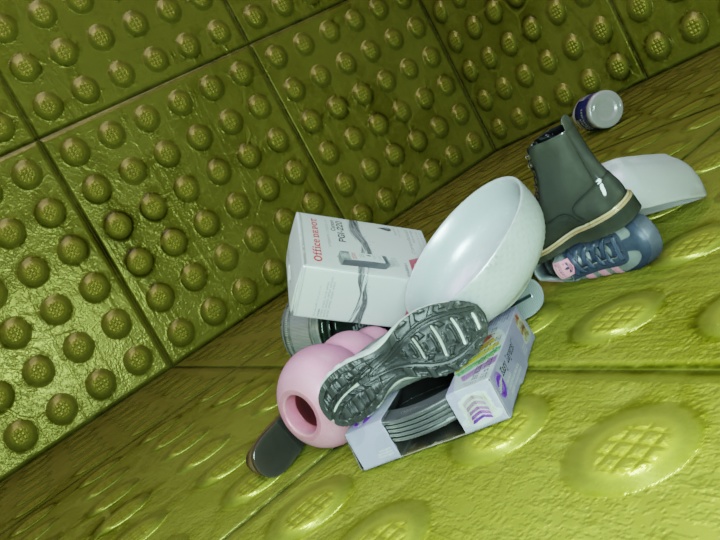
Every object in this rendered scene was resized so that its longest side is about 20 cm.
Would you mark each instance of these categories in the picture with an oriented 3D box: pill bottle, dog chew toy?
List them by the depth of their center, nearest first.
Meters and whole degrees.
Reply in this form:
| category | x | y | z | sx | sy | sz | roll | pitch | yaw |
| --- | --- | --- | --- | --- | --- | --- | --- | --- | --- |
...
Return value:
| category | x | y | z | sx | sy | sz | roll | pitch | yaw |
| --- | --- | --- | --- | --- | --- | --- | --- | --- | --- |
| dog chew toy | -0.016 | 0.136 | 0.867 | 0.123 | 0.127 | 0.199 | -24 | 5 | 41 |
| pill bottle | 0.732 | -0.495 | 2.115 | 0.109 | 0.113 | 0.200 | -29 | 7 | 4 |

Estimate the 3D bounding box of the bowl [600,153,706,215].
| category | x | y | z | sx | sy | sz | roll | pitch | yaw |
| --- | --- | --- | --- | --- | --- | --- | --- | --- | --- |
| bowl | 0.348 | -0.103 | 0.938 | 0.196 | 0.077 | 0.198 | -9 | -6 | -34 |

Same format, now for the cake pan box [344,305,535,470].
| category | x | y | z | sx | sy | sz | roll | pitch | yaw |
| --- | --- | --- | --- | --- | --- | --- | --- | --- | --- |
| cake pan box | 0.092 | 0.128 | 0.750 | 0.182 | 0.053 | 0.200 | -30 | 7 | 29 |

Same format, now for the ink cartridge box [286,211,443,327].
| category | x | y | z | sx | sy | sz | roll | pitch | yaw |
| --- | --- | --- | --- | --- | --- | --- | --- | --- | --- |
| ink cartridge box | 0.000 | 0.000 | 0.942 | 0.195 | 0.086 | 0.147 | 6 | 32 | -14 |

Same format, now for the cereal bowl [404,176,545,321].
| category | x | y | z | sx | sy | sz | roll | pitch | yaw |
| --- | --- | --- | --- | --- | --- | --- | --- | --- | --- |
| cereal bowl | 0.145 | -0.006 | 0.801 | 0.201 | 0.083 | 0.201 | -49 | 15 | 18 |

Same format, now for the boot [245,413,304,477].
| category | x | y | z | sx | sy | sz | roll | pitch | yaw |
| --- | --- | --- | --- | --- | --- | --- | --- | --- | --- |
| boot | -0.079 | 0.198 | 0.920 | 0.199 | 0.074 | 0.075 | -38 | 3 | -30 |

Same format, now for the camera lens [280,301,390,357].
| category | x | y | z | sx | sy | sz | roll | pitch | yaw |
| --- | --- | --- | --- | --- | --- | --- | --- | --- | --- |
| camera lens | -0.032 | 0.089 | 1.084 | 0.159 | 0.162 | 0.199 | -33 | 7 | -25 |

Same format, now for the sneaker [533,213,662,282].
| category | x | y | z | sx | sy | sz | roll | pitch | yaw |
| --- | --- | --- | --- | --- | --- | --- | --- | --- | --- |
| sneaker | 0.288 | -0.015 | 0.841 | 0.081 | 0.071 | 0.200 | -28 | -2 | -15 |

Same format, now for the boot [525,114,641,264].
| category | x | y | z | sx | sy | sz | roll | pitch | yaw |
| --- | --- | --- | --- | --- | --- | --- | --- | --- | --- |
| boot | 0.224 | -0.094 | 0.829 | 0.078 | 0.139 | 0.199 | -45 | 9 | -38 |

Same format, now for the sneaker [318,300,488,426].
| category | x | y | z | sx | sy | sz | roll | pitch | yaw |
| --- | --- | --- | --- | --- | --- | --- | --- | --- | --- |
| sneaker | 0.044 | 0.090 | 0.726 | 0.197 | 0.075 | 0.079 | -30 | 1 | 10 |

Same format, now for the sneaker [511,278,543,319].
| category | x | y | z | sx | sy | sz | roll | pitch | yaw |
| --- | --- | --- | --- | --- | --- | --- | --- | --- | --- |
| sneaker | 0.147 | 0.069 | 0.893 | 0.196 | 0.075 | 0.071 | -22 | -2 | 0 |
